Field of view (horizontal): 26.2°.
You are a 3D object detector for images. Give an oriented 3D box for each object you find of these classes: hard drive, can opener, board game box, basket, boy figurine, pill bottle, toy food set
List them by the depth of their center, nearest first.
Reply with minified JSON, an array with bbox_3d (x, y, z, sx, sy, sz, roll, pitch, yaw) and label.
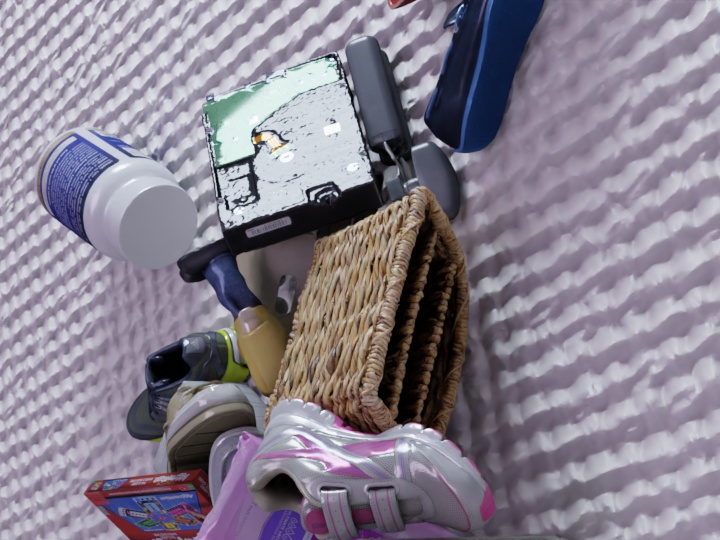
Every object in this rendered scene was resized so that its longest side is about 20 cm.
[{"bbox_3d":[0.035,0.061,1.241,0.149,0.143,0.200,-25,41,49],"label":"basket"},{"bbox_3d":[-0.089,0.071,1.351,0.200,0.064,0.124,63,171,8],"label":"boy figurine"},{"bbox_3d":[0.041,-0.123,1.367,0.067,0.053,0.200,-20,64,13],"label":"can opener"},{"bbox_3d":[-0.064,-0.106,1.371,0.140,0.038,0.200,-19,43,3],"label":"hard drive"},{"bbox_3d":[-0.166,0.225,1.397,0.200,0.103,0.019,-15,33,52],"label":"board game box"},{"bbox_3d":[-0.080,-0.037,1.448,0.200,0.060,0.144,-110,27,-48],"label":"toy food set"},{"bbox_3d":[-0.264,-0.077,1.676,0.200,0.116,0.116,31,108,50],"label":"pill bottle"}]

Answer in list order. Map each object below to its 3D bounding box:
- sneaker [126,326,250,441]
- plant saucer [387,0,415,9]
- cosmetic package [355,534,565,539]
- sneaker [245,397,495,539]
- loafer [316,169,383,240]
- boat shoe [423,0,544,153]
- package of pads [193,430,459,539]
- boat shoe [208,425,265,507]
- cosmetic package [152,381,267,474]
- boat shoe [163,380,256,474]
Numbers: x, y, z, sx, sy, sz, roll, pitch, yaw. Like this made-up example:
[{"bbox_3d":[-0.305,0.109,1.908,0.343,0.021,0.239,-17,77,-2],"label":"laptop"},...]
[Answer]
[{"bbox_3d":[-0.194,0.113,1.584,0.200,0.081,0.074,-44,52,38],"label":"sneaker"},{"bbox_3d":[0.089,-0.347,1.323,0.200,0.037,0.200,-36,48,43],"label":"plant saucer"},{"bbox_3d":[0.093,0.247,1.108,0.103,0.200,0.087,19,100,52],"label":"cosmetic package"},{"bbox_3d":[0.002,0.161,1.118,0.200,0.088,0.081,8,135,33],"label":"sneaker"},{"bbox_3d":[0.000,0.000,1.382,0.070,0.075,0.200,9,92,22],"label":"loafer"},{"bbox_3d":[0.093,-0.198,1.272,0.069,0.084,0.200,31,106,37],"label":"boat shoe"},{"bbox_3d":[-0.030,0.222,1.210,0.121,0.200,0.076,-63,-5,-8],"label":"package of pads"},{"bbox_3d":[-0.077,0.228,1.291,0.065,0.074,0.202,-138,38,-71],"label":"boat shoe"},{"bbox_3d":[-0.110,0.199,1.464,0.200,0.090,0.107,44,119,42],"label":"cosmetic package"},{"bbox_3d":[-0.140,0.132,1.347,0.200,0.075,0.069,125,138,-60],"label":"boat shoe"}]
